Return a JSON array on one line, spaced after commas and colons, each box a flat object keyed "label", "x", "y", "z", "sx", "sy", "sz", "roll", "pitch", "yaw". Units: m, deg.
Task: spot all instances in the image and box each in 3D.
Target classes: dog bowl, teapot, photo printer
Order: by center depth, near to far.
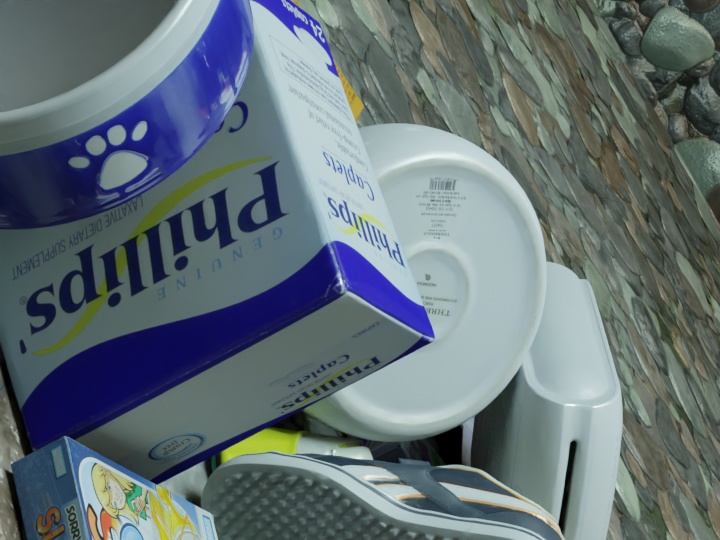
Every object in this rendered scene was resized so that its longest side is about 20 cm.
[{"label": "dog bowl", "x": -0.153, "y": -0.120, "z": 1.125, "sx": 0.079, "sy": 0.199, "sz": 0.201, "roll": 69, "pitch": 5, "yaw": -51}, {"label": "teapot", "x": 0.000, "y": 0.000, "z": 1.412, "sx": 0.146, "sy": 0.197, "sz": 0.200, "roll": 23, "pitch": -27, "yaw": 56}, {"label": "photo printer", "x": 0.114, "y": 0.109, "z": 1.476, "sx": 0.200, "sy": 0.069, "sz": 0.168, "roll": -95, "pitch": -169, "yaw": -66}]

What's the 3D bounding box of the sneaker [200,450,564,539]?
[{"label": "sneaker", "x": 0.015, "y": 0.142, "z": 1.296, "sx": 0.079, "sy": 0.199, "sz": 0.079, "roll": -50, "pitch": 154, "yaw": -70}]

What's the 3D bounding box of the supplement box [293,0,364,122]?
[{"label": "supplement box", "x": -0.078, "y": -0.170, "z": 1.671, "sx": 0.201, "sy": 0.066, "sz": 0.069, "roll": 56, "pitch": 18, "yaw": -16}]

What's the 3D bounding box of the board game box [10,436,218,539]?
[{"label": "board game box", "x": -0.094, "y": 0.189, "z": 1.117, "sx": 0.135, "sy": 0.034, "sz": 0.201, "roll": 37, "pitch": 30, "yaw": -55}]

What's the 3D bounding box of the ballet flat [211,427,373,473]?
[{"label": "ballet flat", "x": -0.011, "y": 0.129, "z": 1.396, "sx": 0.200, "sy": 0.067, "sz": 0.067, "roll": 39, "pitch": 35, "yaw": -53}]

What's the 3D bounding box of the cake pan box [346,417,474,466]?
[{"label": "cake pan box", "x": 0.057, "y": 0.147, "z": 1.605, "sx": 0.201, "sy": 0.052, "sz": 0.184, "roll": 56, "pitch": 16, "yaw": -20}]

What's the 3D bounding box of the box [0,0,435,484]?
[{"label": "box", "x": -0.089, "y": -0.021, "z": 1.201, "sx": 0.105, "sy": 0.183, "sz": 0.201, "roll": 33, "pitch": 32, "yaw": -60}]
